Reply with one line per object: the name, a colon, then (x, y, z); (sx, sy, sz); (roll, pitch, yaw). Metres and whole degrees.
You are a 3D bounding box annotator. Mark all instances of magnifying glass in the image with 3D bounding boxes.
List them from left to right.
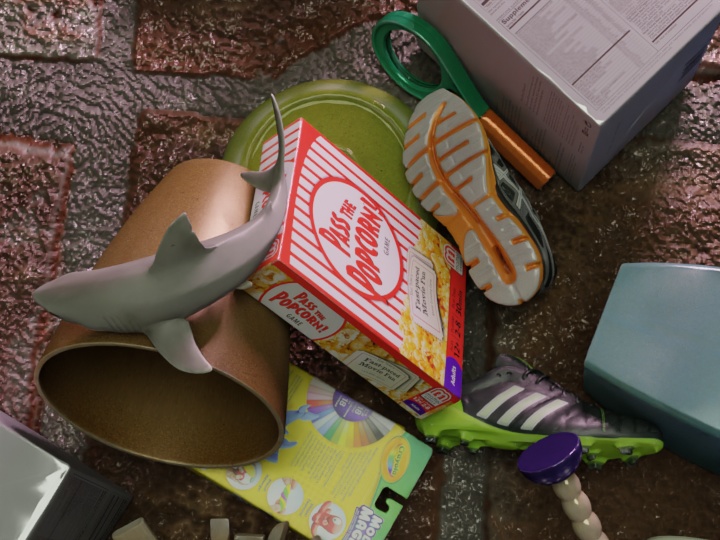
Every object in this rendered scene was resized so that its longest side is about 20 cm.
magnifying glass: (0.088, -0.145, 1.136); (0.200, 0.080, 0.022); (42, 64, 1)

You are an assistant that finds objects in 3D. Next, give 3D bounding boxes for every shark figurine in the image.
shark figurine: (-0.103, -0.023, 0.882); (0.214, 0.090, 0.128); (-38, 56, -23)

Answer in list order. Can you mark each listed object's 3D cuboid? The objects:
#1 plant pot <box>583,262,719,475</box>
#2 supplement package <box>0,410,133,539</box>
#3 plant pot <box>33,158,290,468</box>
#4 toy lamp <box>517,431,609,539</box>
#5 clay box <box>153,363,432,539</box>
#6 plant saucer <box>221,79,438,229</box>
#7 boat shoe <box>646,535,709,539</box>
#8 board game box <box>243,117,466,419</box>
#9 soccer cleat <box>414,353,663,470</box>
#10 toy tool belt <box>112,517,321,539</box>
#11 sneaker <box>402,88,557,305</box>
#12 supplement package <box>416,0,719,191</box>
plant pot: (0.282, 0.080, 1.029); (0.199, 0.141, 0.142); (19, 76, 15)
supplement package: (-0.306, 0.174, 0.991); (0.191, 0.200, 0.147); (29, 78, 11)
plant pot: (-0.128, 0.020, 1.007); (0.186, 0.187, 0.201); (9, 58, 5)
toy lamp: (0.185, 0.219, 0.996); (0.058, 0.058, 0.200); (-31, 105, -6)
clay box: (-0.053, 0.144, 1.066); (0.200, 0.048, 0.115); (30, 76, 10)
plant saucer: (-0.026, -0.078, 1.138); (0.199, 0.031, 0.201); (-1, 74, 2)
boat shoe: (0.308, 0.259, 1.008); (0.199, 0.075, 0.062); (25, 71, 4)
board game box: (0.000, 0.000, 1.015); (0.046, 0.200, 0.152); (-30, 37, 33)
soccer cleat: (0.140, 0.109, 1.047); (0.199, 0.068, 0.081); (4, 68, 19)
toy tool belt: (-0.085, 0.243, 0.993); (0.199, 0.125, 0.123); (-3, 96, 1)
sneaker: (0.101, -0.060, 1.104); (0.078, 0.077, 0.201); (-31, 74, 28)
supplement package: (0.168, -0.205, 1.101); (0.151, 0.152, 0.200); (-43, 77, -10)
